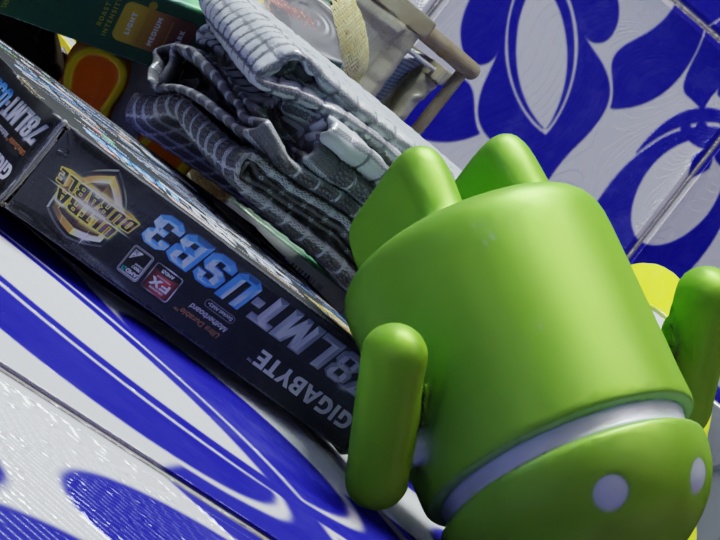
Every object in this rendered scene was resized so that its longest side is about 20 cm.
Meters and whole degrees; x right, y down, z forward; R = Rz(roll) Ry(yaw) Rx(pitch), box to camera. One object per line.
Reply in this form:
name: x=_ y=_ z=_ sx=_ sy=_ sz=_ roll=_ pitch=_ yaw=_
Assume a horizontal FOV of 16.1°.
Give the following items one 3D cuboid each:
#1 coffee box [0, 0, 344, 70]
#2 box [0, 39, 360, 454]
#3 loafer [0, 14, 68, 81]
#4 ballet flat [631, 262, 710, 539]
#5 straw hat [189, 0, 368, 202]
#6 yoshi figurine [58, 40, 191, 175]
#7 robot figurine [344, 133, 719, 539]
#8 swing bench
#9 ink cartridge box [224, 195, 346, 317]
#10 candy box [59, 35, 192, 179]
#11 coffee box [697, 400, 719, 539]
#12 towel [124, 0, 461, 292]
coffee box: x=-0.110 y=-0.151 z=1.292 sx=0.200 sy=0.044 sz=0.123 roll=19 pitch=30 yaw=-19
box: x=-0.095 y=-0.022 z=1.111 sx=0.200 sy=0.050 sz=0.199 roll=37 pitch=4 yaw=-30
loafer: x=-0.182 y=-0.122 z=1.355 sx=0.073 sy=0.071 sz=0.200 roll=38 pitch=4 yaw=14
ballet flat: x=0.129 y=0.073 z=1.192 sx=0.067 sy=0.200 sz=0.067 roll=-8 pitch=-31 yaw=20
straw hat: x=-0.041 y=-0.134 z=1.487 sx=0.085 sy=0.201 sz=0.201 roll=0 pitch=20 yaw=-22
yoshi figurine: x=-0.103 y=-0.118 z=1.360 sx=0.200 sy=0.112 sz=0.112 roll=-88 pitch=164 yaw=-74
robot figurine: x=0.066 y=0.046 z=1.022 sx=0.175 sy=0.116 sz=0.200 roll=-8 pitch=64 yaw=-32
swing bench: x=-0.037 y=-0.129 z=1.896 sx=0.130 sy=0.199 sz=0.200 roll=39 pitch=4 yaw=16
ink cartridge box: x=-0.016 y=0.022 z=1.388 sx=0.161 sy=0.050 sz=0.200 roll=38 pitch=5 yaw=-2
candy box: x=-0.175 y=-0.127 z=1.538 sx=0.200 sy=0.026 sz=0.102 roll=51 pitch=2 yaw=14
coffee box: x=0.173 y=0.129 z=1.322 sx=0.080 sy=0.114 sz=0.200 roll=38 pitch=4 yaw=20
towel: x=-0.008 y=-0.037 z=1.204 sx=0.200 sy=0.086 sz=0.166 roll=38 pitch=4 yaw=-27
